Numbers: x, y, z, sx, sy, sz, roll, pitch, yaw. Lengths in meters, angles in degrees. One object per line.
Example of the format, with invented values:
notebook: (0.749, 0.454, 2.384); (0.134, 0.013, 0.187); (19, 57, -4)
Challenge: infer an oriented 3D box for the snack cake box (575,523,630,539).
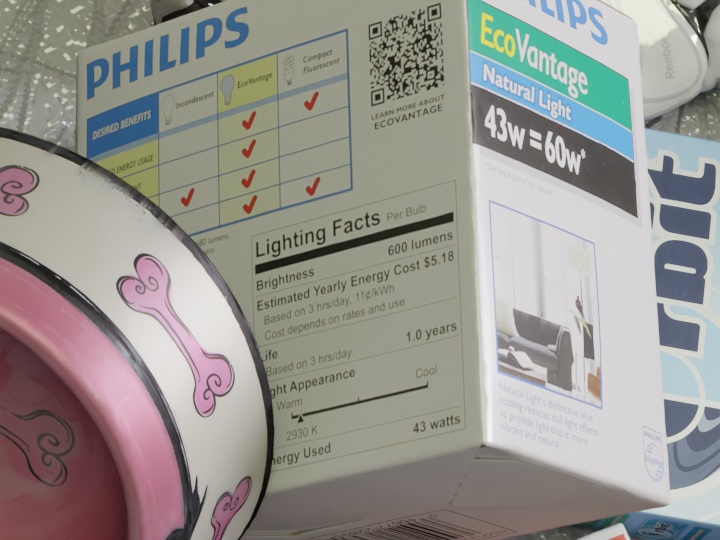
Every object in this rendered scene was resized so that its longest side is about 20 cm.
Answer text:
snack cake box: (0.086, 0.214, 1.043); (0.115, 0.067, 0.200); (-20, 74, -12)

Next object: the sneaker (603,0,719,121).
sneaker: (0.089, -0.153, 1.173); (0.081, 0.075, 0.200); (-33, 78, -8)

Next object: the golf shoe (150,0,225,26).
golf shoe: (0.007, -0.135, 1.113); (0.200, 0.094, 0.078); (-25, 72, 3)

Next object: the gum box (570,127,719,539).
gum box: (0.122, 0.026, 1.126); (0.200, 0.045, 0.170); (10, 70, -4)

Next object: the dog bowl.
dog bowl: (-0.135, 0.053, 0.935); (0.200, 0.200, 0.074); (31, 37, 3)

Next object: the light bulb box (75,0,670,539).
light bulb box: (0.000, 0.000, 1.026); (0.125, 0.198, 0.200); (22, 61, -49)
